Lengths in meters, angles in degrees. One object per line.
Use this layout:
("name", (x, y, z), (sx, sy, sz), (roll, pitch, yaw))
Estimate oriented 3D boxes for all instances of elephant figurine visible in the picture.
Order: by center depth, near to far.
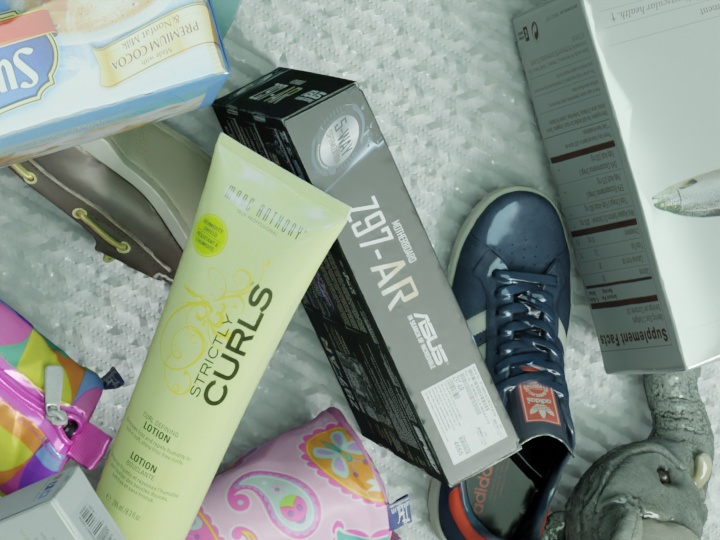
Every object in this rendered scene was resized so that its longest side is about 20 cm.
("elephant figurine", (0.148, 0.161, 1.572), (0.141, 0.155, 0.201), (-29, 94, 19))

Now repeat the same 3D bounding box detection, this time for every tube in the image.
("tube", (-0.074, 0.038, 1.421), (0.058, 0.052, 0.201), (17, 110, -21))

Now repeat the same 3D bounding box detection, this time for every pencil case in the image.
("pencil case", (-0.214, 0.031, 1.456), (0.200, 0.088, 0.089), (38, 84, -16))
("pencil case", (-0.077, 0.145, 1.510), (0.199, 0.087, 0.088), (-23, 102, -16))

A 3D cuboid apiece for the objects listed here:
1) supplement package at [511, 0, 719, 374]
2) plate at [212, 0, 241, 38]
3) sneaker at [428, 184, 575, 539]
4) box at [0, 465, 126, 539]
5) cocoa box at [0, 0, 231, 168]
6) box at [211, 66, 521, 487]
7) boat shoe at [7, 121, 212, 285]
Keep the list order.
("supplement package", (0.172, -0.057, 1.538), (0.116, 0.117, 0.201), (-17, 91, -16))
("plate", (-0.147, -0.171, 1.488), (0.199, 0.026, 0.202), (-2, 96, -18))
("sneaker", (0.085, 0.057, 1.552), (0.074, 0.084, 0.201), (3, 94, -18))
("box", (-0.177, 0.191, 1.442), (0.145, 0.199, 0.036), (57, 34, -14))
("cocoa box", (-0.173, -0.116, 1.353), (0.199, 0.133, 0.132), (-16, 89, -7))
("box", (0.000, 0.000, 1.480), (0.043, 0.160, 0.201), (-27, 102, -11))
("boat shoe", (-0.117, -0.038, 1.491), (0.059, 0.072, 0.200), (-30, 123, 27))
